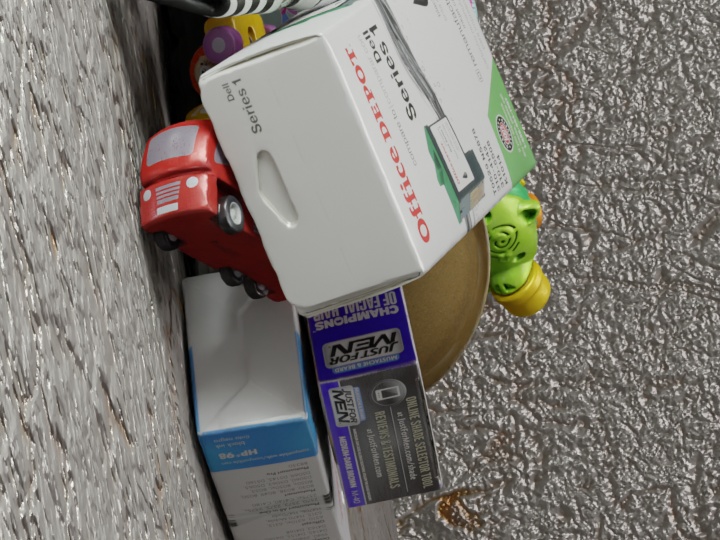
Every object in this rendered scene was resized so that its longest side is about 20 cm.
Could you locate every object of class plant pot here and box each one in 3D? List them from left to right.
[{"bbox_3d":[0.000,0.000,1.619,0.027,0.200,0.200,14,64,-63],"label":"plant pot"}]

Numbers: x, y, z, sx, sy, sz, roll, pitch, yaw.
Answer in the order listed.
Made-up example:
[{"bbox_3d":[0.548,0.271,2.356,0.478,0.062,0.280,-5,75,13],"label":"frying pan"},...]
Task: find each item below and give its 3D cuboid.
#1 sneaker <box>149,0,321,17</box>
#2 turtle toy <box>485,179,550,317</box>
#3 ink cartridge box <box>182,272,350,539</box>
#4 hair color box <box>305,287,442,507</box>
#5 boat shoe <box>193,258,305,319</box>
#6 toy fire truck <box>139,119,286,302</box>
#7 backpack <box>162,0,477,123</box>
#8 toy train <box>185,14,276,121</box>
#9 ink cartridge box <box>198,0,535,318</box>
[{"bbox_3d":[-0.109,-0.219,1.326,0.201,0.115,0.076,52,-50,17],"label":"sneaker"},{"bbox_3d":[0.044,-0.038,1.720,0.146,0.200,0.101,47,49,-39],"label":"turtle toy"},{"bbox_3d":[-0.053,0.102,1.465,0.200,0.067,0.116,77,3,-52],"label":"ink cartridge box"},{"bbox_3d":[-0.001,0.032,1.470,0.200,0.065,0.109,-104,-179,-49],"label":"hair color box"},{"bbox_3d":[-0.067,0.008,1.531,0.202,0.065,0.075,75,5,-51],"label":"boat shoe"},{"bbox_3d":[-0.054,-0.059,1.371,0.200,0.049,0.141,31,50,-54],"label":"toy fire truck"},{"bbox_3d":[-0.022,-0.138,1.558,0.127,0.200,0.167,74,8,-68],"label":"backpack"},{"bbox_3d":[-0.103,-0.116,1.417,0.150,0.056,0.200,36,49,-55],"label":"toy train"},{"bbox_3d":[0.009,-0.080,1.353,0.146,0.084,0.200,66,27,-11],"label":"ink cartridge box"}]
